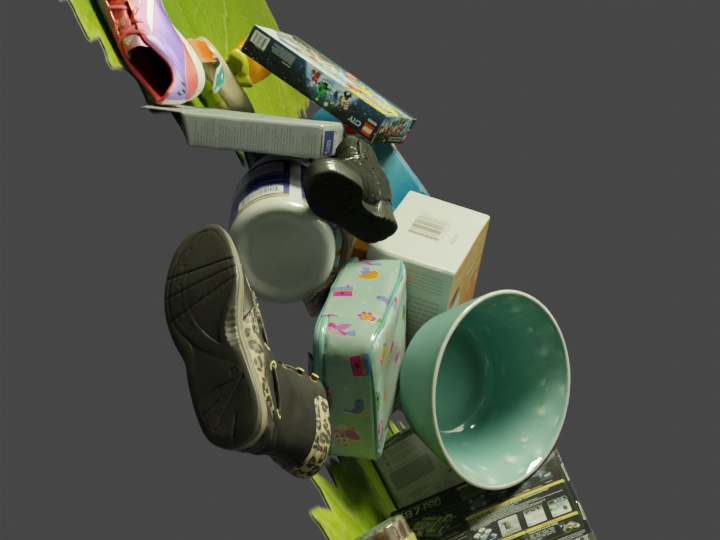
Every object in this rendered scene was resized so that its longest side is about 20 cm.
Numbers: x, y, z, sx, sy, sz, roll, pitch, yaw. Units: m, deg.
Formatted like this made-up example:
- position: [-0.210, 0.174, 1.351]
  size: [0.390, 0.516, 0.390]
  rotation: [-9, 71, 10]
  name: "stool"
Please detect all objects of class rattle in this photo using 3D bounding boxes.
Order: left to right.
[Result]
- position: [-0.144, -0.262, 1.432]
  size: [0.200, 0.141, 0.132]
  rotation: [87, -21, -73]
  name: "rattle"

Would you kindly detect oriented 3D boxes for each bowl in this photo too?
- position: [0.117, 0.120, 1.236]
  size: [0.104, 0.201, 0.202]
  rotation: [3, -45, 52]
  name: "bowl"

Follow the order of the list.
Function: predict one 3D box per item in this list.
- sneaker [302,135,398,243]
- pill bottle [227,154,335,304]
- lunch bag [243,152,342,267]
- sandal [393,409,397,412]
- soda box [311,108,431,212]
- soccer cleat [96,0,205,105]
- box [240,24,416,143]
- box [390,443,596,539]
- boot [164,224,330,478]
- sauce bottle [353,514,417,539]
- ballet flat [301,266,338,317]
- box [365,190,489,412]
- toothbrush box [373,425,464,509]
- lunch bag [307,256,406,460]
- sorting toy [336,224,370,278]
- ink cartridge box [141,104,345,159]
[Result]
- position: [-0.013, -0.097, 1.222]
  size: [0.199, 0.059, 0.106]
  rotation: [37, 32, -57]
  name: "sneaker"
- position: [-0.086, -0.055, 1.281]
  size: [0.117, 0.115, 0.201]
  rotation: [56, 10, -21]
  name: "pill bottle"
- position: [-0.062, -0.096, 1.563]
  size: [0.200, 0.128, 0.170]
  rotation: [45, 4, 25]
  name: "lunch bag"
- position: [0.015, 0.120, 1.492]
  size: [0.200, 0.054, 0.082]
  rotation: [50, 14, -48]
  name: "sandal"
- position: [0.018, -0.138, 1.506]
  size: [0.201, 0.067, 0.064]
  rotation: [58, 10, 30]
  name: "soda box"
- position: [-0.243, -0.267, 1.256]
  size: [0.202, 0.068, 0.073]
  rotation: [57, 27, -5]
  name: "soccer cleat"
- position: [-0.036, -0.224, 1.427]
  size: [0.199, 0.038, 0.136]
  rotation: [36, 14, 12]
  name: "box"
- position: [0.136, 0.278, 1.207]
  size: [0.162, 0.197, 0.050]
  rotation: [-107, 172, -58]
  name: "box"
- position: [-0.091, 0.074, 0.988]
  size: [0.151, 0.072, 0.202]
  rotation: [45, 22, -56]
  name: "boot"
- position: [0.059, 0.326, 1.067]
  size: [0.202, 0.064, 0.065]
  rotation: [61, 9, 9]
  name: "sauce bottle"
- position: [-0.048, 0.023, 1.463]
  size: [0.075, 0.068, 0.200]
  rotation: [39, -1, 12]
  name: "ballet flat"
- position: [0.066, 0.039, 1.367]
  size: [0.153, 0.105, 0.203]
  rotation: [-54, 157, -55]
  name: "box"
- position: [0.107, 0.212, 1.429]
  size: [0.087, 0.144, 0.200]
  rotation: [61, 10, 7]
  name: "toothbrush box"
- position: [0.000, 0.092, 1.207]
  size: [0.201, 0.076, 0.163]
  rotation: [-66, 160, -59]
  name: "lunch bag"
- position: [0.000, 0.000, 1.366]
  size: [0.186, 0.036, 0.203]
  rotation: [-62, 159, -61]
  name: "sorting toy"
- position: [-0.124, -0.154, 1.303]
  size: [0.196, 0.196, 0.044]
  rotation: [-51, 146, -80]
  name: "ink cartridge box"
